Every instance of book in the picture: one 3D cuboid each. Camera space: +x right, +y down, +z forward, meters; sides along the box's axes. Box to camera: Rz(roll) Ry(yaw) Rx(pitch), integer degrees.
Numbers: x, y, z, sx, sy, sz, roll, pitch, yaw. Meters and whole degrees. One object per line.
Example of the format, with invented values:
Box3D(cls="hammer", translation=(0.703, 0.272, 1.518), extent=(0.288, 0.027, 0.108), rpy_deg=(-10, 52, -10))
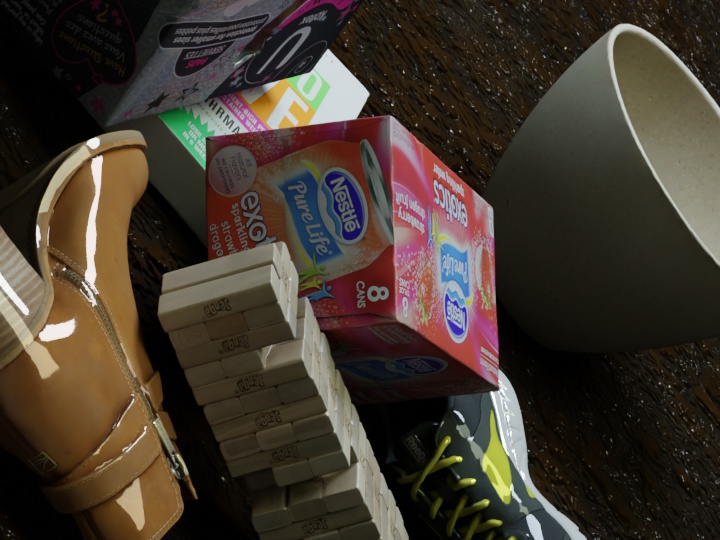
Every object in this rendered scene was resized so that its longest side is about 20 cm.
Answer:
Box3D(cls="book", translation=(-0.074, -0.091, 1.517), extent=(0.134, 0.048, 0.200), rpy_deg=(49, 26, -12))

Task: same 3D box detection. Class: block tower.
Box3D(cls="block tower", translation=(-0.028, 0.080, 1.289), extent=(0.054, 0.058, 0.201), rpy_deg=(-88, 160, -59))

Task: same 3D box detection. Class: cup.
Box3D(cls="cup", translation=(0.154, -0.028, 1.764), extent=(0.200, 0.143, 0.201), rpy_deg=(45, 25, -28))

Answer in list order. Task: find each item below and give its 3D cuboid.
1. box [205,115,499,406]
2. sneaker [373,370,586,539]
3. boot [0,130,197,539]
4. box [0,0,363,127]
Box3D(cls="box", translation=(0.000, 0.000, 1.392), extent=(0.200, 0.095, 0.100), rpy_deg=(36, 50, -70))
Box3D(cls="sneaker", translation=(0.053, 0.120, 1.482), extent=(0.084, 0.074, 0.200), rpy_deg=(26, 30, -43))
Box3D(cls="boot", translation=(-0.109, 0.030, 1.244), extent=(0.156, 0.077, 0.200), rpy_deg=(56, 21, -8))
Box3D(cls="box", translation=(-0.086, -0.163, 1.424), extent=(0.132, 0.115, 0.200), rpy_deg=(46, 30, 13))
